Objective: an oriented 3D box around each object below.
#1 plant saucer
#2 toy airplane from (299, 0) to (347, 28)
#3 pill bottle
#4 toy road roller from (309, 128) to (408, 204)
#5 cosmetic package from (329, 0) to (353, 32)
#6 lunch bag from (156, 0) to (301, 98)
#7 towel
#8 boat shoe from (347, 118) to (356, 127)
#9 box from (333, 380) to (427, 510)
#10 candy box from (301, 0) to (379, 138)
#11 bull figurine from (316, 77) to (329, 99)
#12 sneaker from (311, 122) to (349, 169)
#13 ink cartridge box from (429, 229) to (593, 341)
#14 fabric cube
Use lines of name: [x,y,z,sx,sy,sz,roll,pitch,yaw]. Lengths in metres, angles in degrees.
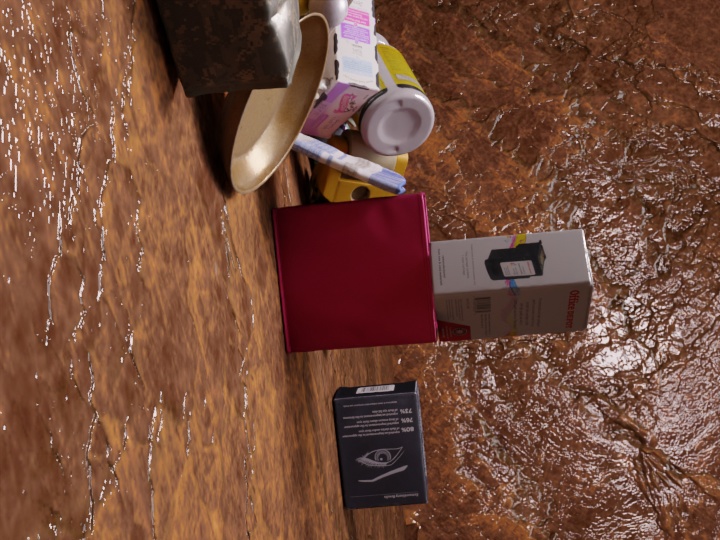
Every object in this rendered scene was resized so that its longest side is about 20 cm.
plant saucer: [-0.095,-0.177,1.042,0.201,0.035,0.200,-60,169,-19]
toy airplane: [-0.082,-0.299,1.100,0.200,0.140,0.200,120,-14,-76]
pill bottle: [0.030,-0.275,1.546,0.115,0.114,0.200,79,-8,-45]
toy road roller: [-0.019,-0.150,1.634,0.146,0.122,0.201,-114,-144,-51]
cosmetic package: [-0.069,-0.403,1.296,0.104,0.073,0.201,-42,-134,50]
lunch bag: [-0.113,-0.277,0.890,0.201,0.117,0.165,-83,166,-48]
towel: [-0.034,-0.145,1.282,0.147,0.199,0.024,-45,159,-81]
boat shoe: [-0.035,-0.304,1.715,0.075,0.062,0.200,36,7,-34]
box: [0.038,0.304,1.769,0.104,0.147,0.201,-51,136,-84]
candy box: [-0.046,-0.323,1.499,0.168,0.071,0.201,-34,-125,55]
bull figurine: [-0.093,-0.316,1.378,0.121,0.065,0.201,37,49,-57]
sneaker: [-0.053,-0.195,1.733,0.200,0.074,0.088,64,32,-66]
ink cartridge box: [0.196,0.023,1.328,0.146,0.199,0.083,76,11,-61]
fabric cube: [0.000,0.000,1.391,0.200,0.198,0.197,-40,123,-84]
